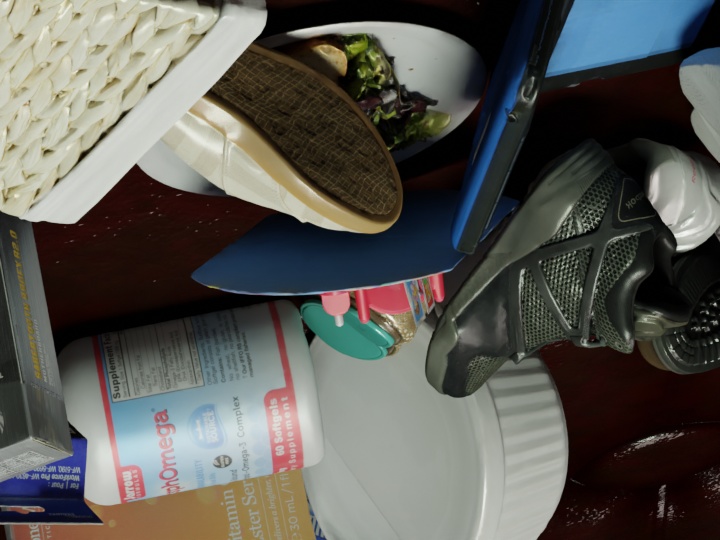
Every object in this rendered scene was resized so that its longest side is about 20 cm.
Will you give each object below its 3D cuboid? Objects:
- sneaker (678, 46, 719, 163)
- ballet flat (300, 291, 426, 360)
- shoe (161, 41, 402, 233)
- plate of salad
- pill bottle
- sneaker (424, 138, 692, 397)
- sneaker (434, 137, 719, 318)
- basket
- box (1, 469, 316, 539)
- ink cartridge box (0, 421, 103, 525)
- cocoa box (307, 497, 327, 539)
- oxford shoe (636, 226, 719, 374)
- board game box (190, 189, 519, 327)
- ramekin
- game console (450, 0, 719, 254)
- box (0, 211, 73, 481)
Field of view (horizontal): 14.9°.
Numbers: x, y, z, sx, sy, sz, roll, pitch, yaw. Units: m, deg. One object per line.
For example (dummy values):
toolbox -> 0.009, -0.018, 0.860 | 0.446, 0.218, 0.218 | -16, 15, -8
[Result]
sneaker -> 0.233, -0.106, 1.548 | 0.088, 0.075, 0.200 | -39, 173, 1
ballet flat -> 0.011, 0.015, 1.704 | 0.065, 0.070, 0.200 | -53, -171, -9
shoe -> -0.062, -0.079, 1.400 | 0.200, 0.070, 0.053 | 35, 144, -26
plate of salad -> -0.026, -0.077, 1.501 | 0.199, 0.048, 0.200 | -12, 158, -5
pill bottle -> -0.128, 0.089, 1.758 | 0.199, 0.109, 0.109 | -11, 158, -5
sneaker -> 0.117, 0.028, 1.618 | 0.076, 0.114, 0.200 | -32, 163, -54
sneaker -> 0.118, -0.030, 1.681 | 0.199, 0.078, 0.099 | -31, 145, 20
basket -> -0.147, -0.123, 1.207 | 0.123, 0.136, 0.200 | 4, 152, -32
box -> -0.140, 0.154, 1.850 | 0.199, 0.153, 0.106 | -9, 159, -10
ink cartridge box -> -0.230, 0.088, 1.619 | 0.099, 0.200, 0.039 | 5, 111, -37
cocoa box -> -0.019, 0.216, 1.996 | 0.133, 0.132, 0.199 | 8, -179, -43
oxford shoe -> 0.196, 0.020, 1.729 | 0.084, 0.073, 0.200 | -16, -167, 22
board game box -> 0.000, 0.000, 1.562 | 0.157, 0.039, 0.200 | -2, -164, 21
ramekin -> 0.051, 0.111, 1.815 | 0.094, 0.203, 0.202 | -10, 160, -38
game console -> 0.133, -0.106, 1.441 | 0.118, 0.172, 0.200 | 16, 155, 0
box -> -0.267, 0.057, 1.539 | 0.199, 0.159, 0.048 | -20, 157, 19
